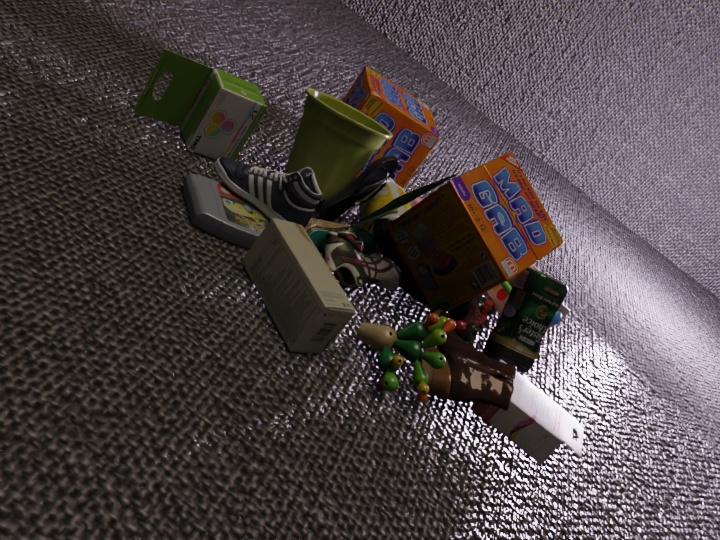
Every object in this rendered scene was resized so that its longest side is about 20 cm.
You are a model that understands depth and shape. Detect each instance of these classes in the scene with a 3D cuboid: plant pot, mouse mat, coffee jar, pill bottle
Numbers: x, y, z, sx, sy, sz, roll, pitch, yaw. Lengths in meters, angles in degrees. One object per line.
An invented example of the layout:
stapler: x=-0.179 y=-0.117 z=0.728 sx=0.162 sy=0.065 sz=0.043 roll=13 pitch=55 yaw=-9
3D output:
plant pot: x=-0.064 y=-0.246 z=1.621 sx=0.199 sy=0.185 sz=0.201 roll=27 pitch=16 yaw=-8
mouse mat: x=0.067 y=-0.122 z=1.446 sx=0.160 sy=0.199 sz=0.008 roll=-25 pitch=88 yaw=-46
coffee jar: x=0.331 y=0.100 z=1.580 sx=0.104 sy=0.201 sz=0.085 roll=23 pitch=3 yaw=-27
pill bottle: x=0.056 y=-0.120 z=1.677 sx=0.111 sy=0.112 sz=0.201 roll=25 pitch=29 yaw=-25

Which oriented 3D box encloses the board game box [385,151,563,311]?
board game box: x=0.214 y=-0.068 z=1.481 sx=0.199 sy=0.200 sz=0.201 roll=-28 pitch=87 yaw=-40

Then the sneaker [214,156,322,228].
sneaker: x=-0.157 y=-0.161 z=1.387 sx=0.200 sy=0.109 sz=0.070 roll=39 pitch=25 yaw=1

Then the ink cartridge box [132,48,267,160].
ink cartridge box: x=-0.300 y=-0.301 z=1.467 sx=0.199 sy=0.148 sz=0.076 roll=14 pitch=35 yaw=-39

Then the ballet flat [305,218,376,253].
ballet flat: x=-0.050 y=-0.068 z=1.510 sx=0.199 sy=0.071 sz=0.065 roll=13 pitch=20 yaw=-48

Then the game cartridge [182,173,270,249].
game cartridge: x=-0.209 y=-0.093 z=1.374 sx=0.199 sy=0.041 sz=0.134 roll=17 pitch=36 yaw=-37

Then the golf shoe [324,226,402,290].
golf shoe: x=0.000 y=0.000 z=1.470 sx=0.200 sy=0.077 sz=0.089 roll=35 pitch=60 yaw=-38

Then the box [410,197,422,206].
box: x=0.143 y=-0.064 z=1.717 sx=0.102 sy=0.095 sz=0.201 roll=26 pitch=28 yaw=-24

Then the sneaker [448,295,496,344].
sneaker: x=0.212 y=0.088 z=1.586 sx=0.098 sy=0.071 sz=0.200 roll=40 pitch=23 yaw=4

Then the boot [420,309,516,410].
boot: x=0.190 y=0.157 z=1.381 sx=0.165 sy=0.073 sz=0.201 roll=12 pitch=40 yaw=5

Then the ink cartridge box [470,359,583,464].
ink cartridge box: x=0.304 y=0.266 z=1.415 sx=0.200 sy=0.068 sz=0.116 roll=38 pitch=26 yaw=4

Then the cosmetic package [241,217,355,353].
cosmetic package: x=-0.101 y=0.024 z=1.243 sx=0.071 sy=0.105 sz=0.201 roll=11 pitch=38 yaw=-46

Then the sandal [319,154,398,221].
sandal: x=0.005 y=-0.161 z=1.617 sx=0.043 sy=0.200 sz=0.076 roll=46 pitch=-11 yaw=22

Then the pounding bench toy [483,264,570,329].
pounding bench toy: x=0.336 y=0.053 z=1.693 sx=0.200 sy=0.124 sz=0.156 roll=31 pitch=22 yaw=-47

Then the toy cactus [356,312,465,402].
toy cactus: x=0.072 y=0.130 z=1.302 sx=0.164 sy=0.103 sz=0.200 roll=19 pitch=50 yaw=30

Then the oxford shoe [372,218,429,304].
oxford shoe: x=0.082 y=-0.012 z=1.565 sx=0.072 sy=0.084 sz=0.201 roll=-34 pitch=92 yaw=-22

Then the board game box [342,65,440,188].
board game box: x=0.046 y=-0.334 z=1.912 sx=0.199 sy=0.200 sz=0.201 roll=28 pitch=26 yaw=-20
